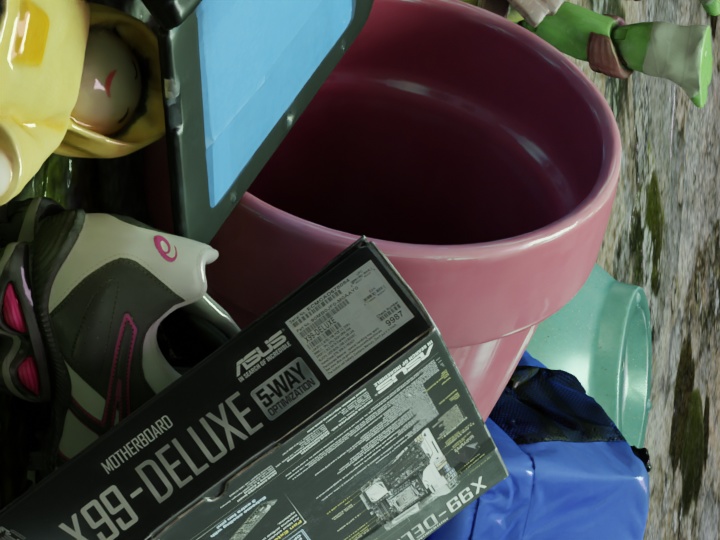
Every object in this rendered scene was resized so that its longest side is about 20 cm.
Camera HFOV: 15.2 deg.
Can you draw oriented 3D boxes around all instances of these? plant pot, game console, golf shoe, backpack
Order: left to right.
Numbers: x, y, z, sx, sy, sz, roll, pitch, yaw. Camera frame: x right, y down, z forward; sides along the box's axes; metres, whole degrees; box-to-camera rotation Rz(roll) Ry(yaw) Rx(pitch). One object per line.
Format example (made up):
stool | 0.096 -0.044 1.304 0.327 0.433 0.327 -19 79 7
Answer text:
golf shoe | -0.085 0.056 1.045 0.200 0.088 0.077 77 21 -49
plant pot | 0.000 0.000 1.181 0.200 0.199 0.179 -67 170 -51
game console | 0.005 -0.124 1.016 0.117 0.176 0.200 55 38 -20
backpack | 0.035 0.110 1.338 0.200 0.167 0.163 -127 -132 -60
plant pot | 0.105 0.065 1.647 0.200 0.134 0.201 4 90 -75

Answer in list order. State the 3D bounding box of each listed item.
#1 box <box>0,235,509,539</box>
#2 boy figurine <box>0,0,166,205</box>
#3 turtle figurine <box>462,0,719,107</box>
box | -0.046 0.093 1.029 0.050 0.200 0.158 51 -4 27
boy figurine | -0.121 -0.077 0.931 0.200 0.064 0.125 43 49 -67
turtle figurine | 0.098 -0.125 1.478 0.144 0.193 0.201 -59 152 -63
